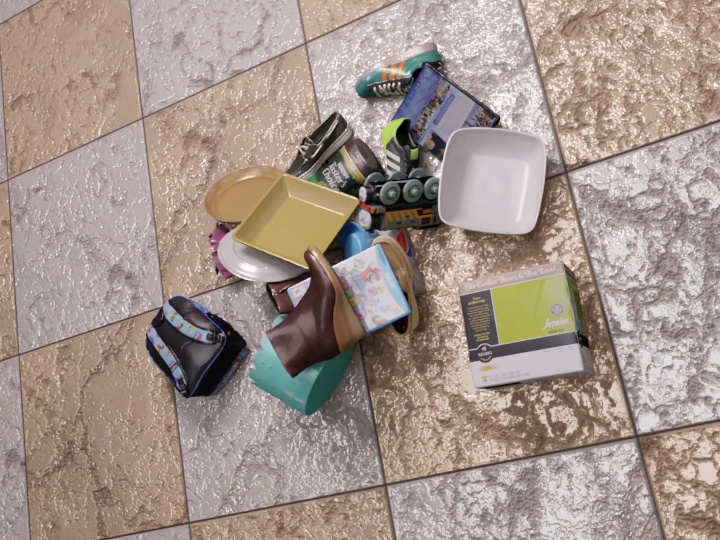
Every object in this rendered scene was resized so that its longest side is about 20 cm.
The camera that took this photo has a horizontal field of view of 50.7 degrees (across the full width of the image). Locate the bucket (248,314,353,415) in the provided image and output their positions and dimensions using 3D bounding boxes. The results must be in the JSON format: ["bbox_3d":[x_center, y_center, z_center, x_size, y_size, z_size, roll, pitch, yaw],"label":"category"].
[{"bbox_3d":[-0.114,0.182,1.539,0.134,0.207,0.209,29,94,16],"label":"bucket"}]

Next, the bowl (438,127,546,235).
[{"bbox_3d":[0.255,-0.168,1.474,0.197,0.075,0.203,8,85,12],"label":"bowl"}]

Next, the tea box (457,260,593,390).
[{"bbox_3d":[0.301,0.105,1.386,0.198,0.133,0.200,-12,76,23],"label":"tea box"}]

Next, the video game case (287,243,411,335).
[{"bbox_3d":[-0.021,0.057,1.434,0.198,0.018,0.145,-26,86,3],"label":"video game case"}]

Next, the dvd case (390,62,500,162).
[{"bbox_3d":[0.172,-0.309,1.556,0.200,0.017,0.143,41,112,19],"label":"dvd case"}]

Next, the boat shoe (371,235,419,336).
[{"bbox_3d":[0.067,0.032,1.472,0.073,0.066,0.202,-16,101,17],"label":"boat shoe"}]

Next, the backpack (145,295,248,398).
[{"bbox_3d":[-0.376,0.163,1.703,0.199,0.134,0.184,38,98,26],"label":"backpack"}]

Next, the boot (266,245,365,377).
[{"bbox_3d":[-0.102,0.075,1.386,0.165,0.072,0.202,-28,91,0],"label":"boot"}]

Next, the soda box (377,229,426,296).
[{"bbox_3d":[0.068,-0.039,1.563,0.068,0.063,0.203,-22,72,20],"label":"soda box"}]

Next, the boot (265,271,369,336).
[{"bbox_3d":[-0.083,0.074,1.494,0.200,0.164,0.073,52,143,44],"label":"boot"}]

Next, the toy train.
[{"bbox_3d":[0.083,-0.133,1.497,0.085,0.198,0.116,36,128,50],"label":"toy train"}]

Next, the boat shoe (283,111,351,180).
[{"bbox_3d":[-0.109,-0.266,1.670,0.200,0.064,0.071,-46,45,-1],"label":"boat shoe"}]

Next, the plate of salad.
[{"bbox_3d":[-0.197,-0.034,1.580,0.199,0.199,0.049,31,135,26],"label":"plate of salad"}]

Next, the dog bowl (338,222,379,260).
[{"bbox_3d":[0.000,0.000,1.555,0.111,0.049,0.203,28,120,55],"label":"dog bowl"}]

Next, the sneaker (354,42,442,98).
[{"bbox_3d":[0.081,-0.407,1.619,0.198,0.071,0.081,-23,67,19],"label":"sneaker"}]

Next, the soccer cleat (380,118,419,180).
[{"bbox_3d":[0.091,-0.213,1.563,0.081,0.067,0.203,-16,85,54],"label":"soccer cleat"}]

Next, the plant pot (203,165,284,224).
[{"bbox_3d":[-0.254,-0.166,1.711,0.197,0.028,0.202,-9,42,8],"label":"plant pot"}]

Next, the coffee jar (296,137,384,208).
[{"bbox_3d":[-0.047,-0.187,1.634,0.199,0.085,0.105,-39,66,14],"label":"coffee jar"}]

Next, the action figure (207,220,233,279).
[{"bbox_3d":[-0.237,-0.054,1.715,0.197,0.149,0.135,-15,116,8],"label":"action figure"}]

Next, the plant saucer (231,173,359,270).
[{"bbox_3d":[-0.128,-0.091,1.547,0.198,0.049,0.201,21,58,22],"label":"plant saucer"}]
